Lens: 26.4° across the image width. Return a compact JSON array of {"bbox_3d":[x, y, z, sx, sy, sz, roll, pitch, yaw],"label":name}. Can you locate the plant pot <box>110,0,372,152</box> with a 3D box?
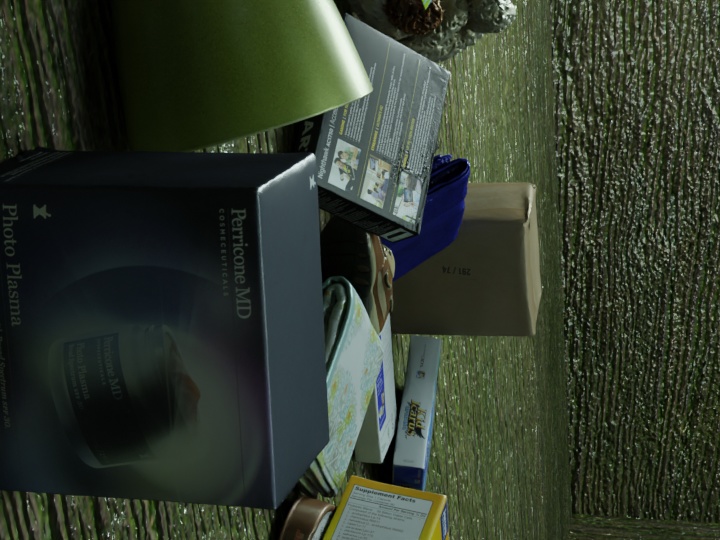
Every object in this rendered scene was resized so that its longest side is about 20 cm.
[{"bbox_3d":[-0.107,-0.203,1.124,0.187,0.187,0.200,-46,121,-70],"label":"plant pot"}]

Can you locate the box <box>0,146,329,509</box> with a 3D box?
[{"bbox_3d":[-0.132,0.031,0.956,0.123,0.198,0.200,-47,136,-69],"label":"box"}]

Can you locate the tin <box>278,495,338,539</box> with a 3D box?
[{"bbox_3d":[-0.045,0.305,1.635,0.200,0.042,0.112,48,58,-70],"label":"tin"}]

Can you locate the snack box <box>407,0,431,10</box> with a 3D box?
[{"bbox_3d":[-0.004,-0.342,1.453,0.068,0.169,0.200,-57,168,-3],"label":"snack box"}]

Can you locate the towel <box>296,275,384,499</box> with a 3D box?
[{"bbox_3d":[-0.034,0.128,1.616,0.171,0.048,0.200,68,37,-61],"label":"towel"}]

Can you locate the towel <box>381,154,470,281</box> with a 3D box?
[{"bbox_3d":[0.057,-0.058,1.810,0.050,0.148,0.200,54,-13,18],"label":"towel"}]

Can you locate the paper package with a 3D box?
[{"bbox_3d":[0.132,-0.013,2.000,0.103,0.200,0.191,-69,156,-54],"label":"paper package"}]

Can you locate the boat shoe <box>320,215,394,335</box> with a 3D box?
[{"bbox_3d":[0.000,0.000,1.711,0.074,0.076,0.200,-50,153,-35],"label":"boat shoe"}]

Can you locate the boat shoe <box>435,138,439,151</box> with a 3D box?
[{"bbox_3d":[0.059,-0.184,1.792,0.200,0.057,0.067,-135,-154,-61],"label":"boat shoe"}]

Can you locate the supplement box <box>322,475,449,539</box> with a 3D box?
[{"bbox_3d":[0.013,0.329,1.587,0.200,0.109,0.110,-63,157,-43],"label":"supplement box"}]

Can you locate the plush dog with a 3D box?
[{"bbox_3d":[0.050,-0.303,1.756,0.172,0.200,0.161,17,109,-50],"label":"plush dog"}]

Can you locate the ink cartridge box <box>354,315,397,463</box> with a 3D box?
[{"bbox_3d":[0.014,0.126,1.878,0.099,0.039,0.200,-59,149,-63],"label":"ink cartridge box"}]

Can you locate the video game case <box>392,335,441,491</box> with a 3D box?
[{"bbox_3d":[0.074,0.208,2.036,0.200,0.045,0.181,89,7,-64],"label":"video game case"}]

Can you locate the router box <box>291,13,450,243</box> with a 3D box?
[{"bbox_3d":[0.010,-0.150,1.616,0.149,0.051,0.200,25,65,-31],"label":"router box"}]
